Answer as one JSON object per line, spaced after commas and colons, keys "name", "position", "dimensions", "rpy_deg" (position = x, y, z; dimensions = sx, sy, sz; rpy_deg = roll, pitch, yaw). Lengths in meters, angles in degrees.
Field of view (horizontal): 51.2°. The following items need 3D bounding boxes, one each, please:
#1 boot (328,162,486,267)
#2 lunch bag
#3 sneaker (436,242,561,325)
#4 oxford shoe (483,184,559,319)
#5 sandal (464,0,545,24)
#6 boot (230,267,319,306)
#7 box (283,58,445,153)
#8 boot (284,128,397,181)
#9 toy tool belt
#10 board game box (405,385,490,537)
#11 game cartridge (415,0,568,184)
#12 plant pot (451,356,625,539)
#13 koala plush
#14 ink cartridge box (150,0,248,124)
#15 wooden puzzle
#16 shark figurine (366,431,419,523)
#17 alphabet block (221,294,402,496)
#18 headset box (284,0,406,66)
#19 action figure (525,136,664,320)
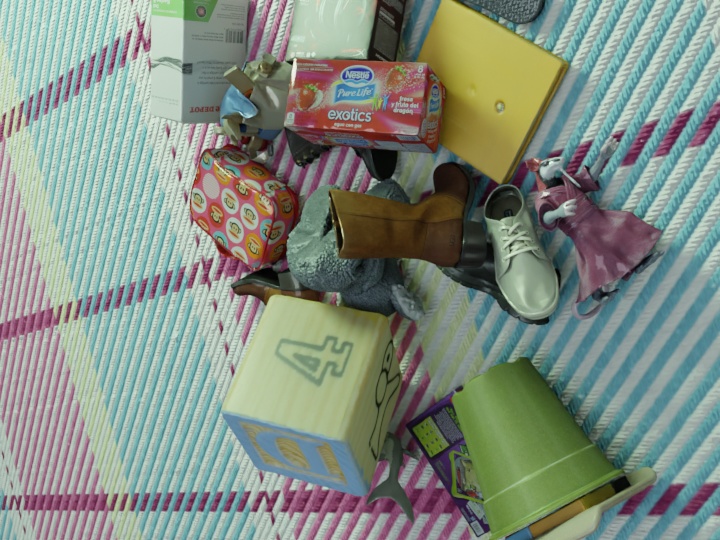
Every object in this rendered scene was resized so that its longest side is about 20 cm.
{"name": "boot", "position": [0.053, -0.081, 0.991], "dimensions": [0.069, 0.196, 0.191], "rpy_deg": [110, 160, -52]}
{"name": "lunch bag", "position": [-0.205, -0.097, 1.280], "dimensions": [0.199, 0.081, 0.178], "rpy_deg": [38, 126, 22]}
{"name": "sneaker", "position": [0.186, -0.007, 1.033], "dimensions": [0.198, 0.076, 0.092], "rpy_deg": [30, 107, 19]}
{"name": "oxford shoe", "position": [0.199, -0.029, 0.957], "dimensions": [0.074, 0.058, 0.203], "rpy_deg": [-18, 54, 13]}
{"name": "sandal", "position": [0.153, -0.385, 0.983], "dimensions": [0.199, 0.043, 0.077], "rpy_deg": [39, 128, 12]}
{"name": "boot", "position": [-0.132, 0.097, 1.303], "dimensions": [0.185, 0.068, 0.204], "rpy_deg": [-7, 104, 29]}
{"name": "box", "position": [0.007, -0.222, 1.016], "dimensions": [0.196, 0.099, 0.098], "rpy_deg": [8, 87, 22]}
{"name": "boot", "position": [-0.039, -0.202, 1.152], "dimensions": [0.173, 0.069, 0.204], "rpy_deg": [-27, 77, 40]}
{"name": "toy tool belt", "position": [-0.178, -0.253, 1.168], "dimensions": [0.199, 0.121, 0.128], "rpy_deg": [-35, 57, 56]}
{"name": "board game box", "position": [0.165, 0.290, 1.137], "dimensions": [0.120, 0.032, 0.202], "rpy_deg": [-42, 76, 39]}
{"name": "game cartridge", "position": [0.157, -0.244, 1.016], "dimensions": [0.199, 0.032, 0.178], "rpy_deg": [40, 121, 25]}
{"name": "plant pot", "position": [0.215, 0.228, 1.005], "dimensions": [0.200, 0.198, 0.192], "rpy_deg": [-43, 63, 35]}
{"name": "koala plush", "position": [0.000, 0.000, 1.112], "dimensions": [0.175, 0.185, 0.201], "rpy_deg": [2, 139, 38]}
{"name": "ink cartridge box", "position": [-0.262, -0.349, 1.224], "dimensions": [0.083, 0.145, 0.204], "rpy_deg": [17, 110, 31]}
{"name": "wooden puzzle", "position": [0.268, 0.314, 0.960], "dimensions": [0.185, 0.198, 0.038], "rpy_deg": [-44, 68, 34]}
{"name": "shark figurine", "position": [0.056, 0.295, 1.175], "dimensions": [0.088, 0.214, 0.130], "rpy_deg": [28, 88, -14]}
{"name": "alphabet block", "position": [-0.061, 0.183, 1.108], "dimensions": [0.192, 0.202, 0.197], "rpy_deg": [10, 145, 18]}
{"name": "headset box", "position": [-0.014, -0.380, 1.051], "dimensions": [0.146, 0.075, 0.204], "rpy_deg": [10, 88, 33]}
{"name": "action figure", "position": [0.278, -0.066, 0.943], "dimensions": [0.201, 0.133, 0.150], "rpy_deg": [51, 156, 18]}
